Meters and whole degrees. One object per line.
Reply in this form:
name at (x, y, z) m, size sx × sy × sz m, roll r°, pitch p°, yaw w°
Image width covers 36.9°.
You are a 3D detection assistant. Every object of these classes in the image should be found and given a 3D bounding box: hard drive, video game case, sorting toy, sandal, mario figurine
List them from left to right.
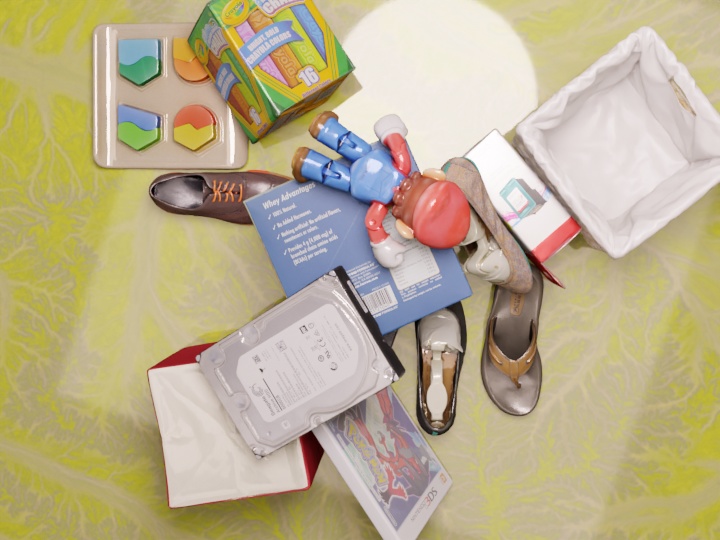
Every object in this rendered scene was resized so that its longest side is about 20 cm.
sorting toy at (-0.245, -0.224, 1.381) m, size 0.198 × 0.036 × 0.187 m, roll 1°, pitch 93°, yaw 2°
hard drive at (-0.068, 0.104, 1.187) m, size 0.199 × 0.038 × 0.140 m, roll -31°, pitch 90°, yaw 20°
video game case at (0.028, 0.222, 1.326) m, size 0.023 × 0.182 × 0.201 m, roll -33°, pitch 92°, yaw 28°
mario figurine at (0.028, -0.087, 1.159) m, size 0.199 × 0.106 × 0.124 m, roll 31°, pitch 130°, yaw 9°
sandal at (0.197, 0.090, 1.365) m, size 0.081 × 0.055 × 0.202 m, roll 8°, pitch 103°, yaw 6°

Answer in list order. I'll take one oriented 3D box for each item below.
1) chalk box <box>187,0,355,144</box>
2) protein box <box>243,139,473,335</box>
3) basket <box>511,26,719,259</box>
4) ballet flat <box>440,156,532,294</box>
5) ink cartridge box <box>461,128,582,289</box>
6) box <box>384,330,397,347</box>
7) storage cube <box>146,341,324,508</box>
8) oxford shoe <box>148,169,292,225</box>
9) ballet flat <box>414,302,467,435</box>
chalk box at (-0.123, -0.281, 1.311) m, size 0.124 × 0.125 × 0.201 m, roll -34°, pitch 92°, yaw -22°
protein box at (-0.001, -0.029, 1.256) m, size 0.197 × 0.135 × 0.201 m, roll -24°, pitch 93°, yaw 3°
basket at (0.313, -0.150, 1.299) m, size 0.200 × 0.161 × 0.199 m, roll -38°, pitch 91°, yaw 5°
ballet flat at (0.138, -0.037, 1.272) m, size 0.067 × 0.068 × 0.201 m, roll -49°, pitch 116°, yaw -37°
ink cartridge box at (0.202, -0.076, 1.330) m, size 0.067 × 0.116 × 0.200 m, roll -41°, pitch 92°, yaw 4°
box at (0.000, 0.000, 1.363) m, size 0.140 × 0.079 × 0.201 m, roll 21°, pitch 94°, yaw -3°
storage cube at (-0.146, 0.177, 1.329) m, size 0.198 × 0.180 × 0.172 m, roll -8°, pitch 93°, yaw 4°
oxford shoe at (-0.170, -0.092, 1.367) m, size 0.198 × 0.073 × 0.072 m, roll -1°, pitch 93°, yaw 2°
ballet flat at (0.103, 0.112, 1.369) m, size 0.067 × 0.068 × 0.202 m, roll -1°, pitch 93°, yaw 3°
